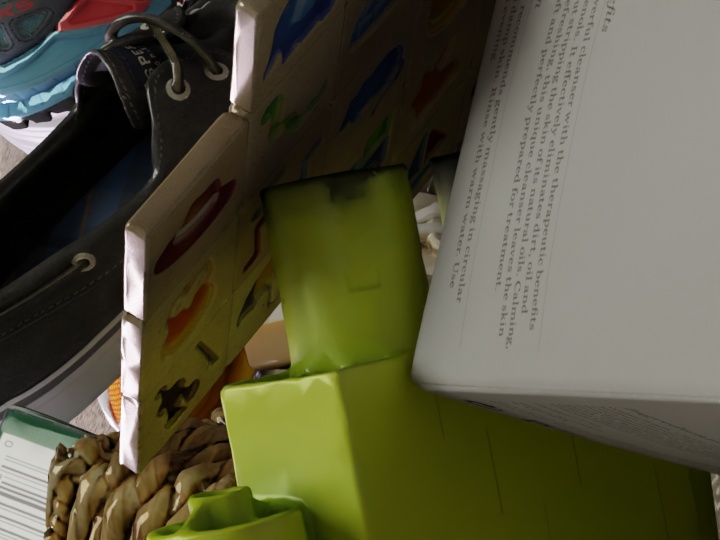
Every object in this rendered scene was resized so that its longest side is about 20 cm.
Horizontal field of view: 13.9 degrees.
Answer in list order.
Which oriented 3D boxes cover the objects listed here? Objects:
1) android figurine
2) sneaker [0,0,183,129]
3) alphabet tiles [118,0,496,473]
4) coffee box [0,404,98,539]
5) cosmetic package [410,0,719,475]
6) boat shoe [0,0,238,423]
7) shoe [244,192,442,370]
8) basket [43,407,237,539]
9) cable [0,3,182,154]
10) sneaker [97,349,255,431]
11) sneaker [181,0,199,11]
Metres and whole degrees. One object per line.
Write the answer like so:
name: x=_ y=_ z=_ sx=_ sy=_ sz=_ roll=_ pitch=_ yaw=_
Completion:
android figurine: x=0.028 y=0.074 z=0.621 sx=0.041 sy=0.182 sz=0.200 roll=-7 pitch=95 yaw=36
sneaker: x=-0.062 y=-0.137 z=0.893 sx=0.200 sy=0.096 sz=0.079 roll=-44 pitch=20 yaw=3
alphabet tiles: x=0.009 y=-0.051 z=0.641 sx=0.200 sy=0.008 sz=0.167 roll=-51 pitch=-15 yaw=-28
coffee box: x=-0.092 y=0.148 z=0.818 sx=0.044 sy=0.123 sz=0.200 roll=17 pitch=80 yaw=31
cosmetic package: x=0.096 y=-0.018 z=0.510 sx=0.200 sy=0.085 sz=0.108 roll=2 pitch=76 yaw=64
boat shoe: x=-0.061 y=-0.039 z=0.858 sx=0.200 sy=0.066 sz=0.070 roll=-45 pitch=45 yaw=-2
shoe: x=0.000 y=0.000 z=0.845 sx=0.200 sy=0.070 sz=0.053 roll=-157 pitch=67 yaw=-83
basket: x=-0.001 y=0.148 z=0.776 sx=0.149 sy=0.143 sz=0.200 roll=16 pitch=99 yaw=31
cable: x=-0.081 y=-0.131 z=1.146 sx=0.200 sy=0.069 sz=0.200 roll=-9 pitch=50 yaw=30
sneaker: x=-0.054 y=-0.025 z=1.172 sx=0.077 sy=0.073 sz=0.200 roll=-5 pitch=79 yaw=57
sneaker: x=-0.016 y=-0.076 z=0.975 sx=0.076 sy=0.091 sz=0.200 roll=115 pitch=173 yaw=-49
